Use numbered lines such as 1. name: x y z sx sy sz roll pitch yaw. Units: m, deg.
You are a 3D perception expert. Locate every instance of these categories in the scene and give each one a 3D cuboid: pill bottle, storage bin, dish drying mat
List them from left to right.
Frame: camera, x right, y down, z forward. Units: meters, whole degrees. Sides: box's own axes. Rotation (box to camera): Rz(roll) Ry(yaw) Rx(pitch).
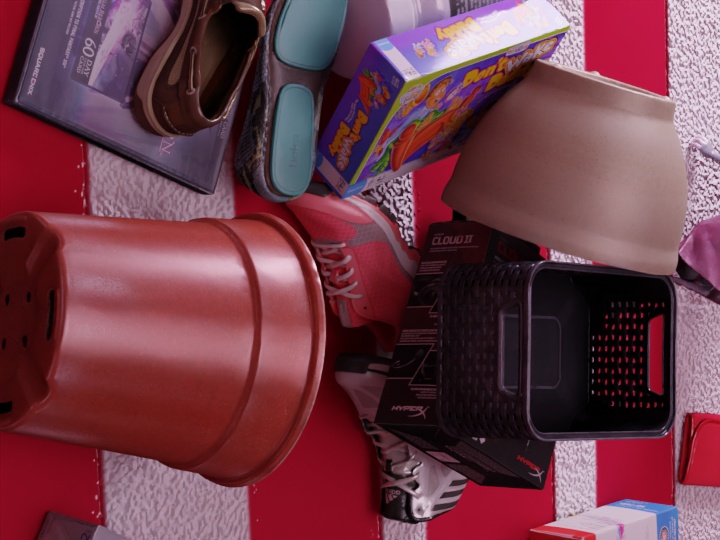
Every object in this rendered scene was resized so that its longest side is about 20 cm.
1. pill bottle: 0.057 -0.226 1.549 0.200 0.114 0.114 -22 109 -43
2. storage bin: 0.157 0.064 1.480 0.199 0.093 0.136 4 85 -48
3. dish drying mat: 0.408 0.196 2.018 0.199 0.018 0.077 9 88 -46

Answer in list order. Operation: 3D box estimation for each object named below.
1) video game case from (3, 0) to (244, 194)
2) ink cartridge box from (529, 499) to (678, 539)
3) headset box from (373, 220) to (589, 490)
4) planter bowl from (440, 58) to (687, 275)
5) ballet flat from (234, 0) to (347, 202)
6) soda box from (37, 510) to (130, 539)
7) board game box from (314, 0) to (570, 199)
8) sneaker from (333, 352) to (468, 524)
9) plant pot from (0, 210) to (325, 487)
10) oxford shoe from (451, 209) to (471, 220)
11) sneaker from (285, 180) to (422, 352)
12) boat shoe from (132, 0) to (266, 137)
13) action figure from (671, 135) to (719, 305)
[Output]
1. video game case: -0.165 -0.156 1.393 0.200 0.019 0.144 24 76 -44
2. ink cartridge box: 0.225 0.297 1.800 0.199 0.067 0.117 -7 98 -46
3. headset box: 0.107 0.062 1.548 0.149 0.077 0.201 35 65 -41
4. planter bowl: 0.180 -0.092 1.512 0.200 0.200 0.135 7 104 -46
5. ballet flat: -0.061 -0.154 1.465 0.074 0.074 0.201 18 83 -45
6. soda box: -0.159 0.249 1.401 0.200 0.063 0.069 35 70 -42
7. board game box: 0.064 -0.143 1.501 0.200 0.045 0.135 -24 155 -41
8. sneaker: 0.037 0.150 1.587 0.200 0.075 0.116 36 66 -44
9. plant pot: -0.161 0.046 1.303 0.195 0.200 0.202 9 87 -38
10. oxford shoe: 0.089 0.018 1.653 0.074 0.070 0.201 13 84 -19
11. sneaker: 0.000 0.000 1.540 0.200 0.074 0.087 43 67 -38
12. boat shoe: -0.095 -0.188 1.397 0.075 0.075 0.203 34 69 -42
13. action figure: 0.403 -0.056 1.909 0.134 0.149 0.201 36 82 -35
